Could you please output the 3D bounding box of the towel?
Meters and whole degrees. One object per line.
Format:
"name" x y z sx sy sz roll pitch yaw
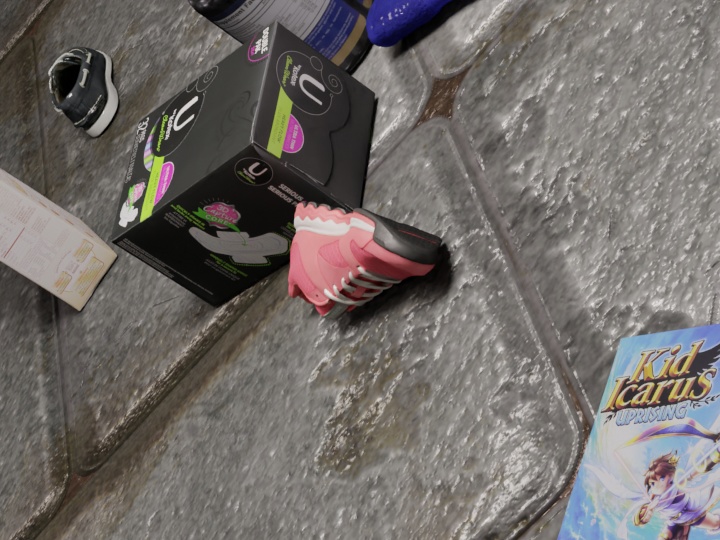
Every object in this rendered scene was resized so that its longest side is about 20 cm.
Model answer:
"towel" 0.087 -0.291 1.808 0.200 0.049 0.148 -31 43 38

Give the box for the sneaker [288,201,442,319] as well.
"sneaker" 0.000 0.000 1.625 0.200 0.073 0.087 10 83 65

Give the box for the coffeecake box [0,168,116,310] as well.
"coffeecake box" -0.364 -0.057 2.105 0.073 0.200 0.153 -55 27 0

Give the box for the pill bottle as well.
"pill bottle" -0.087 -0.259 1.879 0.112 0.200 0.112 -38 32 30

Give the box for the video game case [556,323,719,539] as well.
"video game case" 0.203 0.115 1.183 0.200 0.045 0.182 -13 49 53

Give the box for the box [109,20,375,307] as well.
"box" -0.102 -0.091 1.804 0.200 0.124 0.149 -30 38 39

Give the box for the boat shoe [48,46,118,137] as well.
"boat shoe" -0.324 -0.219 2.366 0.076 0.060 0.200 -52 28 7
